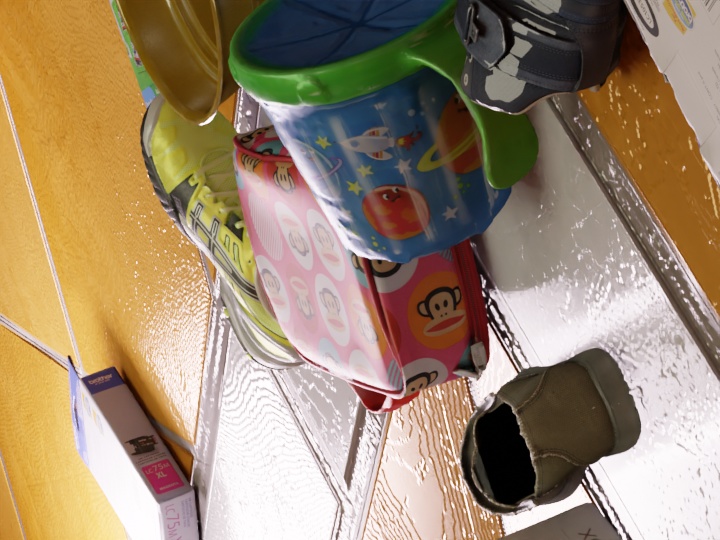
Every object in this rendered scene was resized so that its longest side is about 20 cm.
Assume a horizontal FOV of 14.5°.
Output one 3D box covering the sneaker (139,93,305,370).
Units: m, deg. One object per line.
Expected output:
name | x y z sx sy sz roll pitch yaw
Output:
sneaker | -0.072 -0.033 1.847 0.200 0.075 0.076 60 153 -5

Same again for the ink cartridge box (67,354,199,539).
ink cartridge box | -0.194 0.169 2.420 0.200 0.042 0.120 50 153 41

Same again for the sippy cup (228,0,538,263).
sippy cup | 0.016 -0.081 1.469 0.178 0.139 0.131 -97 -12 -62

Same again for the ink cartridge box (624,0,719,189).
ink cartridge box | 0.170 -0.100 1.082 0.137 0.076 0.200 65 159 17

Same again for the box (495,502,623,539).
box | 0.098 0.276 1.504 0.200 0.171 0.199 52 154 43

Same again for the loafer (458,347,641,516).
loafer | 0.084 0.090 1.518 0.075 0.069 0.200 67 161 11

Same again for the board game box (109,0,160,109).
board game box | -0.143 -0.211 1.908 0.151 0.037 0.201 160 91 -72

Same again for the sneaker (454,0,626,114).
sneaker | 0.058 -0.163 1.330 0.202 0.077 0.146 53 152 39

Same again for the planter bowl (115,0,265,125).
planter bowl | -0.089 -0.195 1.701 0.201 0.083 0.201 55 156 38

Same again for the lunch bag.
lunch bag | 0.000 0.000 1.647 0.200 0.082 0.177 21 129 65
